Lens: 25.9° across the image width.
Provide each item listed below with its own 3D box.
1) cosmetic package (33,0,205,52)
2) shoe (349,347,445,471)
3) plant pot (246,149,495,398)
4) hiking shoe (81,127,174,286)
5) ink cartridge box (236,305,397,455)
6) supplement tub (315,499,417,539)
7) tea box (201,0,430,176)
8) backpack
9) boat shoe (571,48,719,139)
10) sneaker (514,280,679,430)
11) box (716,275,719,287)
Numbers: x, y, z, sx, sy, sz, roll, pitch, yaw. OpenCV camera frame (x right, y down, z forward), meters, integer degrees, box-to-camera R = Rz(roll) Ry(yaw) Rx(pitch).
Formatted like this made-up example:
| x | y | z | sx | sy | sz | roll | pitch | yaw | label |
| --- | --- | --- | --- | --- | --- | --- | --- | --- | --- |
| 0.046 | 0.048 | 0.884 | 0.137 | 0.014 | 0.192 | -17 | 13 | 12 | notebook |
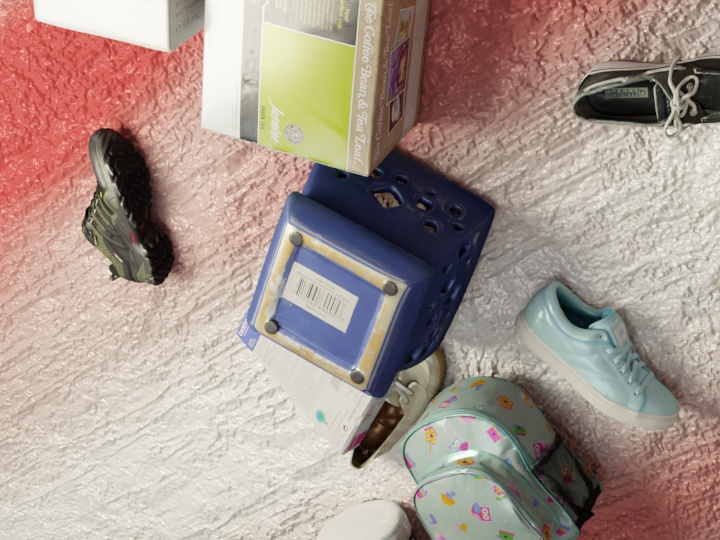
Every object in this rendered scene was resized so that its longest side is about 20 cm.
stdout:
| x | y | z | sx | sy | sz | roll | pitch | yaw | label |
| --- | --- | --- | --- | --- | --- | --- | --- | --- | --- |
| -0.221 | -0.353 | 1.565 | 0.165 | 0.167 | 0.202 | 16 | 125 | 20 | cosmetic package |
| 0.038 | 0.158 | 1.801 | 0.070 | 0.053 | 0.201 | 34 | 128 | 6 | shoe |
| 0.000 | 0.000 | 1.641 | 0.199 | 0.180 | 0.201 | 29 | 125 | 11 | plant pot |
| -0.294 | -0.069 | 1.830 | 0.100 | 0.076 | 0.202 | -3 | 117 | 25 | hiking shoe |
| -0.053 | 0.099 | 1.799 | 0.200 | 0.042 | 0.120 | 45 | 130 | 20 | ink cartridge box |
| 0.032 | 0.391 | 1.899 | 0.122 | 0.123 | 0.201 | -12 | 111 | 32 | supplement tub |
| -0.044 | -0.230 | 1.565 | 0.195 | 0.134 | 0.202 | 19 | 125 | 18 | tea box |
| 0.141 | 0.225 | 1.729 | 0.175 | 0.153 | 0.201 | -26 | 97 | 42 | backpack |
| 0.295 | -0.165 | 1.465 | 0.198 | 0.068 | 0.074 | 6 | 121 | 25 | boat shoe |
| 0.257 | 0.087 | 1.631 | 0.199 | 0.074 | 0.082 | 34 | 131 | 5 | sneaker |
| 0.408 | -0.068 | 1.448 | 0.077 | 0.095 | 0.201 | 25 | 125 | 13 | box |
